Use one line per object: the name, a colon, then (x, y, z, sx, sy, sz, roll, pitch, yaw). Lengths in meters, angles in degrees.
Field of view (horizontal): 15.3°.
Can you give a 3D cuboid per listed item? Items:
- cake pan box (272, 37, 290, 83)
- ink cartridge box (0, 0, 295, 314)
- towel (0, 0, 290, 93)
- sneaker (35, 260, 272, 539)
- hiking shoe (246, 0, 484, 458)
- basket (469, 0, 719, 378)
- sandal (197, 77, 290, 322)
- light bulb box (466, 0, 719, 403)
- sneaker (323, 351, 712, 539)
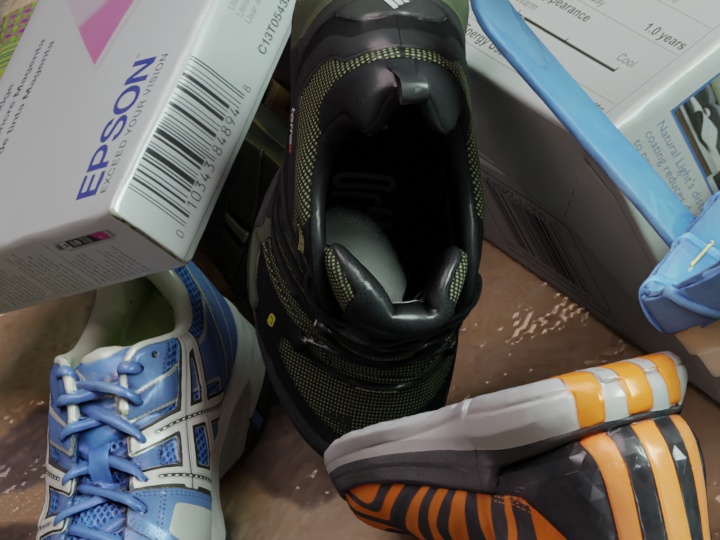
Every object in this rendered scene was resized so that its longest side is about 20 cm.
cake pan box: (0.023, -0.147, 1.108, 0.200, 0.052, 0.184, 21, 53, 41)
ink cartridge box: (-0.096, -0.078, 1.002, 0.200, 0.043, 0.197, -12, 49, 50)
towel: (-0.076, -0.102, 1.180, 0.200, 0.023, 0.144, -19, 38, 18)
sneaker: (-0.085, 0.070, 0.932, 0.076, 0.077, 0.200, -15, 39, 19)
hiking shoe: (0.000, 0.000, 0.856, 0.076, 0.200, 0.101, 0, 37, -1)
basket: (0.144, -0.045, 0.736, 0.176, 0.200, 0.139, -29, 15, 40)
sandal: (-0.039, -0.044, 1.043, 0.055, 0.082, 0.200, -2, 34, -36)
light bulb box: (0.127, -0.090, 0.927, 0.200, 0.125, 0.198, -38, 35, -9)
sneaker: (0.048, 0.093, 0.808, 0.077, 0.112, 0.200, -13, -4, -18)
